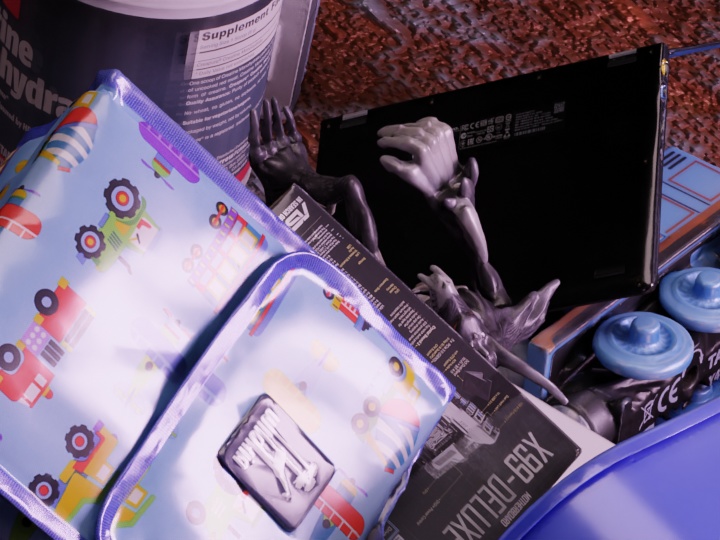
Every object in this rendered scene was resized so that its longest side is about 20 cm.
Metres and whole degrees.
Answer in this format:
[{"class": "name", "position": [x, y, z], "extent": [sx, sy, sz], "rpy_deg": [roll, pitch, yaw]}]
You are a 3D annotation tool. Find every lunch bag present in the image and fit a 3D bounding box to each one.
[{"class": "lunch bag", "position": [-0.069, 0.055, 1.054], "extent": [0.200, 0.094, 0.151], "rpy_deg": [39, 62, -14]}]

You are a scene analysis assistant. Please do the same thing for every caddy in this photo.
[{"class": "caddy", "position": [0.116, 0.114, 1.080], "extent": [0.199, 0.142, 0.105], "rpy_deg": [-22, 56, -33]}]

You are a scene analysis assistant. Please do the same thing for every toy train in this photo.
[{"class": "toy train", "position": [0.133, 0.022, 1.376], "extent": [0.114, 0.087, 0.200], "rpy_deg": [27, 42, 30]}]

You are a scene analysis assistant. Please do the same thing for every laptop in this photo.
[{"class": "laptop", "position": [0.085, -0.040, 1.407], "extent": [0.186, 0.116, 0.201], "rpy_deg": [-12, 57, 30]}]

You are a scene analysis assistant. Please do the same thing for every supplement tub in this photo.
[{"class": "supplement tub", "position": [-0.107, -0.127, 1.387], "extent": [0.140, 0.201, 0.141], "rpy_deg": [8, 39, -6]}]

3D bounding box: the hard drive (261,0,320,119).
[{"class": "hard drive", "position": [-0.116, -0.164, 1.477], "extent": [0.199, 0.140, 0.038], "rpy_deg": [16, 39, 2]}]

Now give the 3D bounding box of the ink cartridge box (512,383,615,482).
[{"class": "ink cartridge box", "position": [0.091, 0.151, 1.204], "extent": [0.199, 0.084, 0.145], "rpy_deg": [31, 43, 20]}]

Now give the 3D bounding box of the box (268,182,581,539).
[{"class": "box", "position": [-0.034, 0.087, 1.116], "extent": [0.158, 0.050, 0.200], "rpy_deg": [42, 61, 2]}]

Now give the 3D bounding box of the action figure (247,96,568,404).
[{"class": "action figure", "position": [0.000, 0.000, 1.235], "extent": [0.119, 0.102, 0.200], "rpy_deg": [-41, 45, -19]}]
